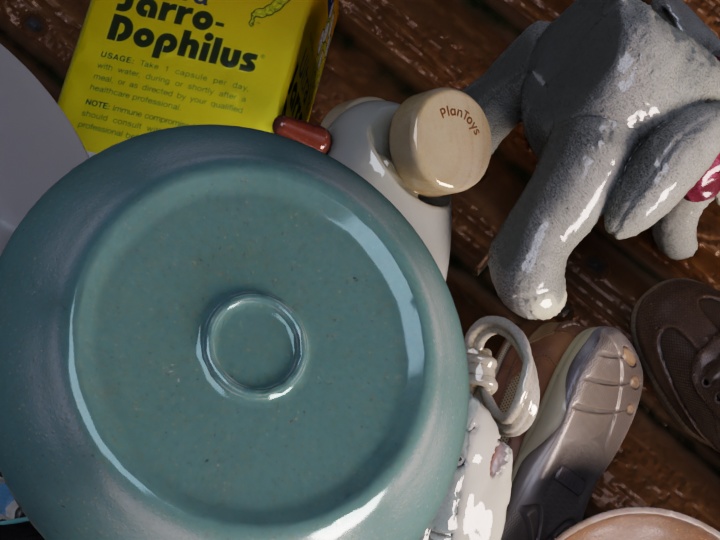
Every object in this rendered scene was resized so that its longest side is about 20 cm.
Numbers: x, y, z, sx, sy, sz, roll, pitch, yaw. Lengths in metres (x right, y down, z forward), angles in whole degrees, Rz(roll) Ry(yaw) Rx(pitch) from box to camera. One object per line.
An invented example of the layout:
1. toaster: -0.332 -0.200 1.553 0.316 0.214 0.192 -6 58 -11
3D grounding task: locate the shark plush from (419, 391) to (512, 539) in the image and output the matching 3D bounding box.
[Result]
1. shark plush: -0.016 0.134 0.683 0.199 0.083 0.091 -30 31 9

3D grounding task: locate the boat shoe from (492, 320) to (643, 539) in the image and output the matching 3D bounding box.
1. boat shoe: 0.066 0.113 0.768 0.071 0.076 0.201 19 72 40

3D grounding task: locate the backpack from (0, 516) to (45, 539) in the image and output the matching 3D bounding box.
1. backpack: -0.178 0.191 0.591 0.198 0.154 0.176 0 38 -12

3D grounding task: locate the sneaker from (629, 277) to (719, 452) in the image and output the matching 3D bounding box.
1. sneaker: 0.210 0.076 0.746 0.070 0.076 0.200 -38 77 -11

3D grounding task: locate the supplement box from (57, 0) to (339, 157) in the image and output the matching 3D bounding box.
1. supplement box: -0.086 -0.078 0.796 0.109 0.109 0.202 13 74 4

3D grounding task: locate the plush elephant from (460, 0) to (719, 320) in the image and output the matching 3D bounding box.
1. plush elephant: 0.154 -0.071 0.789 0.154 0.165 0.201 24 111 -29

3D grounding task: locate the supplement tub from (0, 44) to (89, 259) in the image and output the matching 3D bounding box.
1. supplement tub: -0.224 -0.004 0.674 0.199 0.140 0.141 -36 75 19

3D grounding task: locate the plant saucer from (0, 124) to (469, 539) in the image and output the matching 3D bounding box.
1. plant saucer: -0.044 0.032 0.601 0.198 0.036 0.202 6 71 -18

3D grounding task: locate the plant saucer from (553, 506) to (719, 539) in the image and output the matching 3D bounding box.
1. plant saucer: 0.127 0.211 0.715 0.199 0.034 0.202 9 72 -29

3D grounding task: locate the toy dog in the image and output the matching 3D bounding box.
1. toy dog: 0.000 0.000 0.739 0.096 0.132 0.202 5 64 -30

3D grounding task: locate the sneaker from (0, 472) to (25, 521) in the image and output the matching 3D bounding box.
1. sneaker: -0.140 0.091 0.759 0.199 0.090 0.079 -13 87 -27
